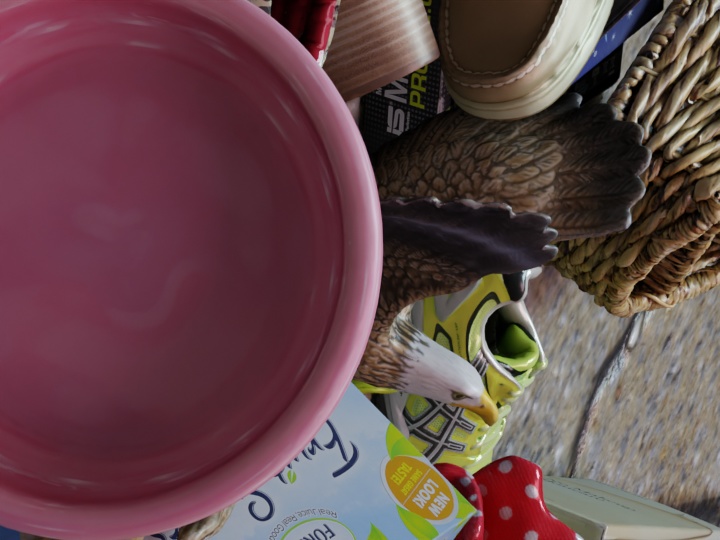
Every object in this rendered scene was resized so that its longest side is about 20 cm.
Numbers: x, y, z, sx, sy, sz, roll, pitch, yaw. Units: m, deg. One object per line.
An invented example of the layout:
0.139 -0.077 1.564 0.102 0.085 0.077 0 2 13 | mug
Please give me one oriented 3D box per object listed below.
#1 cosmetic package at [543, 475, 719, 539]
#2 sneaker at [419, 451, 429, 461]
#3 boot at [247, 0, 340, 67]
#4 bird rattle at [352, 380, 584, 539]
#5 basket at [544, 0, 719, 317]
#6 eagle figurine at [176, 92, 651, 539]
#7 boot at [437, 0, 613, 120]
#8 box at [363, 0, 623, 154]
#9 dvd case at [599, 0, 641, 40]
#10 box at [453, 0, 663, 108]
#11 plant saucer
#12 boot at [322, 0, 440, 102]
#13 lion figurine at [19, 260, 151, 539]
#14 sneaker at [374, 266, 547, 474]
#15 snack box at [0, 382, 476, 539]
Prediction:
0.127 0.167 1.741 0.200 0.103 0.073 10 99 -64 | cosmetic package
-0.002 0.139 1.517 0.082 0.077 0.200 -51 147 -21 | sneaker
-0.081 -0.166 1.070 0.073 0.153 0.204 -43 142 -44 | boot
0.004 0.116 1.399 0.113 0.200 0.163 -31 158 -50 | bird rattle
0.184 -0.037 1.583 0.143 0.149 0.200 -56 178 -20 | basket
0.006 0.003 1.177 0.150 0.152 0.200 17 125 -30 | eagle figurine
0.055 -0.175 1.146 0.155 0.072 0.201 53 48 -58 | boot
0.074 -0.139 1.499 0.200 0.044 0.161 -36 137 -48 | box
0.130 -0.159 1.282 0.200 0.016 0.149 -57 -172 -36 | dvd case
0.110 -0.160 1.471 0.200 0.032 0.122 -41 141 -46 | box
-0.089 -0.007 1.049 0.051 0.200 0.201 24 87 -82 | plant saucer
-0.081 -0.118 1.170 0.156 0.199 0.077 65 26 -6 | boot
-0.125 0.009 1.129 0.123 0.200 0.072 -49 155 22 | lion figurine
0.054 0.061 1.562 0.075 0.076 0.201 -49 147 -38 | sneaker
-0.071 0.094 1.243 0.200 0.169 0.068 -27 158 -52 | snack box
